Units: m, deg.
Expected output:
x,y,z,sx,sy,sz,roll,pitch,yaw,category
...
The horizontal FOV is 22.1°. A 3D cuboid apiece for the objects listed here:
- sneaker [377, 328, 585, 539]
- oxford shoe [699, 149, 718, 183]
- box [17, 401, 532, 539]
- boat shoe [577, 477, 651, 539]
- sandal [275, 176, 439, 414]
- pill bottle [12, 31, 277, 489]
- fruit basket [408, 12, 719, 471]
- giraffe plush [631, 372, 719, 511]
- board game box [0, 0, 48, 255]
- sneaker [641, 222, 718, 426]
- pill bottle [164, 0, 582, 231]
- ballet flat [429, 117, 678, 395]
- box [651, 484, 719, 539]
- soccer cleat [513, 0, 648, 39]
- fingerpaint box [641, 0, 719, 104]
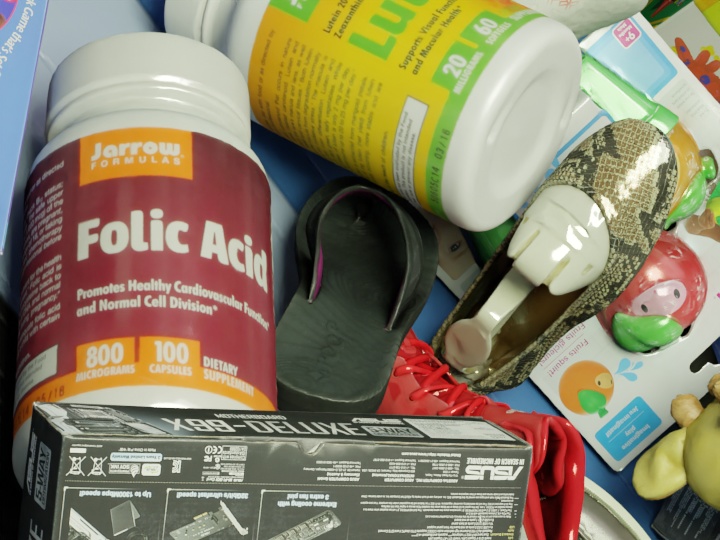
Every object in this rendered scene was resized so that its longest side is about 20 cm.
x,y,z,sx,sy,sz,roll,pitch,yaw,category
0.051,0.066,0.918,0.078,0.115,0.201,-17,77,-48,sneaker
0.197,-0.053,1.176,0.084,0.073,0.201,-31,88,-48,oxford shoe
-0.036,0.137,0.730,0.199,0.050,0.159,3,99,-24,box
0.130,0.191,0.946,0.202,0.072,0.061,56,36,-3,boat shoe
0.001,0.001,0.894,0.075,0.048,0.201,12,32,-1,sandal
-0.095,0.001,0.820,0.114,0.114,0.201,20,52,-34,pill bottle
0.148,-0.017,1.034,0.200,0.185,0.094,48,2,-3,fruit basket
0.227,0.126,0.950,0.172,0.201,0.162,-24,48,-12,giraffe plush
-0.214,-0.104,0.827,0.134,0.045,0.201,27,48,-29,board game box
0.177,-0.001,1.106,0.076,0.091,0.201,-11,74,-53,sneaker
0.002,-0.109,0.936,0.199,0.112,0.111,28,34,24,pill bottle
0.089,0.006,0.936,0.075,0.200,0.068,-27,70,-43,ballet flat
0.279,0.089,1.075,0.161,0.201,0.049,18,15,-36,box
0.062,-0.120,1.009,0.069,0.199,0.086,42,44,-64,soccer cleat
0.274,-0.115,1.218,0.200,0.167,0.073,42,44,-14,fingerpaint box
